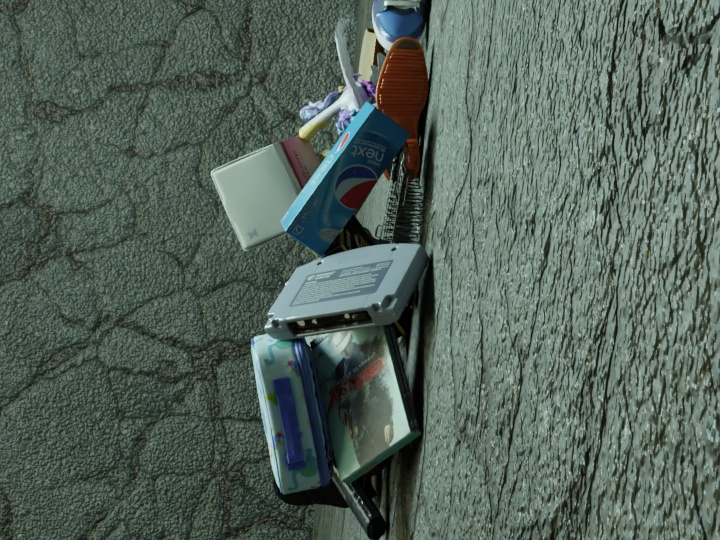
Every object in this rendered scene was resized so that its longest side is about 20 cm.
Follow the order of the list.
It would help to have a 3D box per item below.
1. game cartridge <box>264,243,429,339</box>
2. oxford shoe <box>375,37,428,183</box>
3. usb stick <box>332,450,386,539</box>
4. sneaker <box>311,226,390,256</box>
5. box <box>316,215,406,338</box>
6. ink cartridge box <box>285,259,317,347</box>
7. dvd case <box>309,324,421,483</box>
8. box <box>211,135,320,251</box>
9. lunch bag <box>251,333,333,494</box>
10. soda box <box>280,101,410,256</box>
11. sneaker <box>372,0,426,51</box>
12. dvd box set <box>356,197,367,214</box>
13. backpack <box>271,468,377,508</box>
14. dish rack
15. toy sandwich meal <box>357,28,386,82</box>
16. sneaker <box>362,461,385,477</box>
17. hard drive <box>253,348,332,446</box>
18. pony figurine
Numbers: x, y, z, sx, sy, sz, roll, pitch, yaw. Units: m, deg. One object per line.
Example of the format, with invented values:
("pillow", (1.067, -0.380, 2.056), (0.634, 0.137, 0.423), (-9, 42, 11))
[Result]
("game cartridge", (-0.014, 0.023, 1.540), (0.042, 0.199, 0.133), (62, -142, -24))
("oxford shoe", (0.055, -0.225, 1.716), (0.073, 0.071, 0.202), (-81, -3, -74))
("usb stick", (-0.021, 0.306, 1.794), (0.200, 0.032, 0.056), (53, 167, 38))
("sneaker", (-0.004, -0.010, 1.904), (0.199, 0.078, 0.091), (17, -120, -53))
("box", (0.000, 0.000, 1.743), (0.160, 0.049, 0.200), (56, -169, -18))
("ink cartridge box", (-0.037, 0.091, 1.919), (0.116, 0.067, 0.201), (37, 157, 35))
("dvd case", (0.002, 0.145, 1.547), (0.146, 0.022, 0.201), (-40, 51, 38))
("box", (-0.125, -0.121, 1.851), (0.129, 0.108, 0.200), (66, -165, -6))
("lunch bag", (-0.089, 0.182, 1.600), (0.161, 0.082, 0.202), (-146, 45, -84))
("soda box", (-0.021, -0.121, 1.631), (0.201, 0.064, 0.068), (-54, 16, 6))
("sneaker", (0.062, -0.429, 1.751), (0.147, 0.080, 0.201), (94, -176, -60))
("dvd box set", (0.008, -0.144, 1.941), (0.201, 0.029, 0.146), (-59, -2, -12))
("backpack", (-0.043, 0.275, 1.955), (0.200, 0.166, 0.127), (-65, -24, -53))
("dish rack", (0.056, -0.068, 1.648), (0.154, 0.054, 0.201), (-98, 15, -66))
("toy sandwich meal", (0.038, -0.352, 2.076), (0.205, 0.070, 0.207), (-175, 90, -86))
("sneaker", (0.004, 0.225, 1.849), (0.201, 0.077, 0.113), (-77, -12, -50))
("hard drive", (-0.068, 0.180, 1.715), (0.199, 0.033, 0.141), (-16, 90, 53))
("pony figurine", (-0.002, -0.252, 1.852), (0.200, 0.166, 0.194), (-32, 60, 34))
